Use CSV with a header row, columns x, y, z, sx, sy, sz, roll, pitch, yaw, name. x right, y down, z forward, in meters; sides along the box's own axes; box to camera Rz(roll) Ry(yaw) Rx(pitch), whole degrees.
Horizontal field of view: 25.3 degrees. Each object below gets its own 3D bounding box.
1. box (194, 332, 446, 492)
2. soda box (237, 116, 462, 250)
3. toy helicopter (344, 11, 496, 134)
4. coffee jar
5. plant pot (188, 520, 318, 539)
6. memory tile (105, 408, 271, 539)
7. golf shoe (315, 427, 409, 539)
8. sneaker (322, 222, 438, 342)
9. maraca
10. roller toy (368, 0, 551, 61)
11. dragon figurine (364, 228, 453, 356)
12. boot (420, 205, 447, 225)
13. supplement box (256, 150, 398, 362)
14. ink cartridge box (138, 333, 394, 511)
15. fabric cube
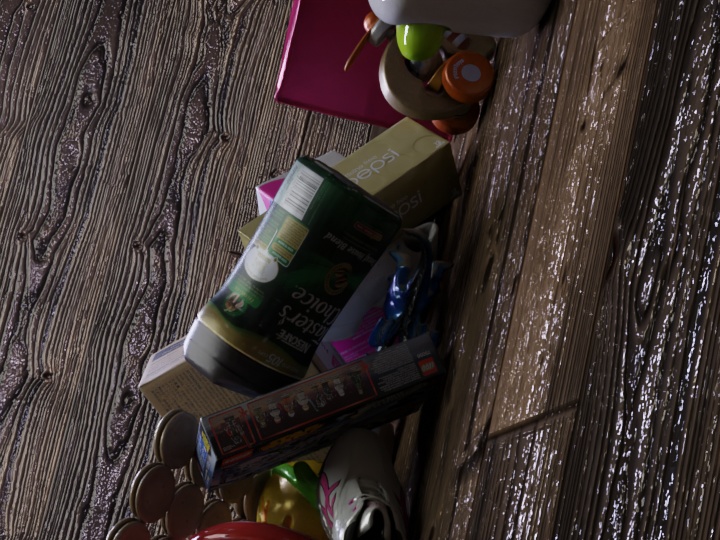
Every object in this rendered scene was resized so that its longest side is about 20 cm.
x,y,z,sx,sy,sz,roll,pitch,yaw,name
-0.037,0.119,1.322,0.137,0.199,0.040,115,133,-70,box
-0.007,-0.053,1.439,0.068,0.200,0.064,36,154,43,soda box
0.063,-0.231,1.483,0.079,0.132,0.201,110,173,-66,toy helicopter
-0.058,0.013,1.323,0.200,0.085,0.104,-57,-37,4,coffee jar
-0.085,0.318,1.309,0.201,0.200,0.183,108,-178,-54,plant pot
-0.144,0.217,1.398,0.200,0.017,0.154,46,-118,-53,memory tile
0.010,0.199,1.253,0.092,0.072,0.200,115,159,-44,golf shoe
0.000,0.000,1.477,0.200,0.075,0.089,-23,-38,-47,sneaker
-0.032,0.224,1.408,0.107,0.137,0.200,-38,-5,-18,maraca
0.086,-0.272,1.210,0.200,0.139,0.183,115,158,-62,roller toy
0.041,0.040,1.400,0.200,0.059,0.100,110,173,-67,dragon figurine
0.053,-0.091,1.609,0.200,0.074,0.097,105,174,-52,boot
-0.027,-0.001,1.592,0.101,0.103,0.201,36,141,43,supplement box
-0.087,0.133,1.541,0.164,0.200,0.075,-30,18,16,ink cartridge box
0.030,-0.285,1.689,0.200,0.199,0.197,-81,7,-51,fabric cube
